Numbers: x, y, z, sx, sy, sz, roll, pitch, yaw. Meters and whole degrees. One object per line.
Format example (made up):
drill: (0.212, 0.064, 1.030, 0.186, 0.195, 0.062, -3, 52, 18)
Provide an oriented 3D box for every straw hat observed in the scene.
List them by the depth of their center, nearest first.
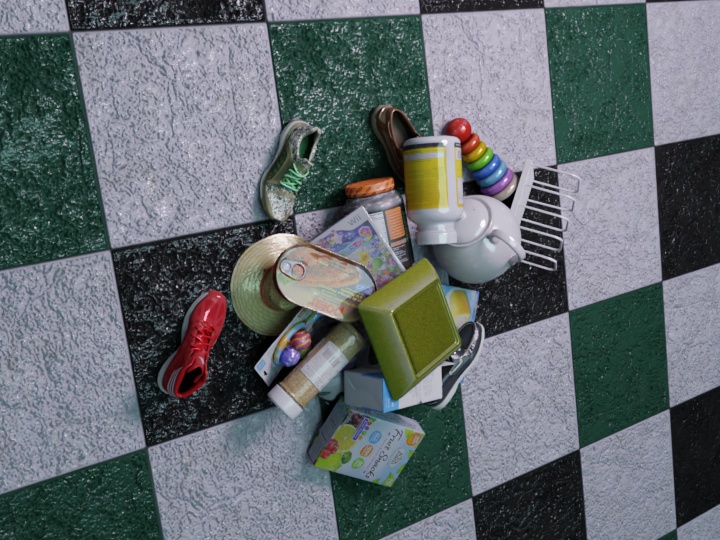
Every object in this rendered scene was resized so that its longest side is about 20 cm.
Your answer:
straw hat: (-0.135, 0.028, 1.474, 0.200, 0.085, 0.203, -4, 97, -32)

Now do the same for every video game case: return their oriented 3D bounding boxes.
video game case: (0.000, 0.000, 1.489, 0.143, 0.018, 0.201, -34, 102, 3)

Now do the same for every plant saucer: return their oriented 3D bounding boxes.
plant saucer: (0.107, 0.107, 1.460, 0.199, 0.048, 0.201, -33, 110, -37)

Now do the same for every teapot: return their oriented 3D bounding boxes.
teapot: (0.227, -0.078, 1.612, 0.146, 0.198, 0.199, 48, 32, -51)

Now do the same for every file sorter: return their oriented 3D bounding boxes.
file sorter: (0.394, -0.116, 1.733, 0.139, 0.124, 0.202, 38, 69, -73)

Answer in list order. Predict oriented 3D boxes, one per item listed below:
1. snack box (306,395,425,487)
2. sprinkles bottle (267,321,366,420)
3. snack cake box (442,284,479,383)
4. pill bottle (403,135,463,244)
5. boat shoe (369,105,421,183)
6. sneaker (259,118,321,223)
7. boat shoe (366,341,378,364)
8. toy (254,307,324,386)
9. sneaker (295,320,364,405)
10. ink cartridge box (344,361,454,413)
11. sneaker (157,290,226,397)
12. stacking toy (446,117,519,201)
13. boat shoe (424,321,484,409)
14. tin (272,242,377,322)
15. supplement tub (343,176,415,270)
snack box: (0.013, 0.345, 1.592, 0.199, 0.053, 0.143, 24, 105, -32)
sprinkles bottle: (-0.079, 0.182, 1.466, 0.200, 0.068, 0.068, -45, 116, -10)
snack cake box: (0.173, 0.131, 1.688, 0.114, 0.067, 0.202, 10, 90, -33)
pill bottle: (0.141, -0.152, 1.522, 0.111, 0.112, 0.202, -4, 93, -31)
boat shoe: (0.093, -0.243, 1.597, 0.076, 0.072, 0.200, -47, 116, -19)
sneaker: (-0.124, -0.185, 1.458, 0.076, 0.088, 0.202, 18, 86, -32)
boat shoe: (0.079, 0.110, 1.604, 0.201, 0.057, 0.067, -56, 146, -29)
toy: (-0.110, 0.130, 1.487, 0.201, 0.047, 0.115, -55, 159, -17)
sneaker: (-0.023, 0.176, 1.571, 0.200, 0.078, 0.140, -46, 118, -9)
ink cartridge box: (0.079, 0.219, 1.540, 0.199, 0.116, 0.069, -5, 95, -41)
sneaker: (-0.273, 0.133, 1.381, 0.078, 0.115, 0.201, 27, 81, -31)
stacking toy: (0.253, -0.241, 1.697, 0.200, 0.085, 0.086, 48, 71, -22)
boat shoe: (0.184, 0.186, 1.618, 0.060, 0.075, 0.201, 36, 76, -34)
tin: (-0.064, 0.024, 1.435, 0.199, 0.042, 0.113, 23, 76, -20)
supplement tub: (0.035, -0.074, 1.549, 0.122, 0.122, 0.202, -18, 103, -29)
